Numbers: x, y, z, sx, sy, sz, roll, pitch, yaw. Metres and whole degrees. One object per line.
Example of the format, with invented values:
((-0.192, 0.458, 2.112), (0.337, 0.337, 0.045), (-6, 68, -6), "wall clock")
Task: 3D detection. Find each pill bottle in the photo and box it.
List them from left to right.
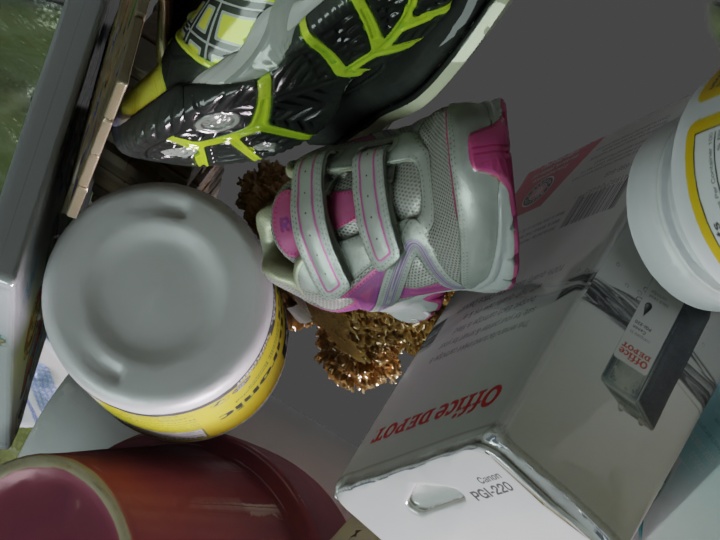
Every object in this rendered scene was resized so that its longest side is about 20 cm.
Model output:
((-0.093, 0.027, 1.376), (0.111, 0.112, 0.200), (32, 173, 6), "pill bottle")
((0.195, -0.043, 1.077), (0.112, 0.113, 0.200), (44, 151, -15), "pill bottle")

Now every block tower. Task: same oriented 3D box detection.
((-0.100, -0.068, 1.418), (0.058, 0.054, 0.200), (32, 151, 4), "block tower")

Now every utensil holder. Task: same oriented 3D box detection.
((-0.090, 0.147, 1.615), (0.199, 0.170, 0.170), (30, 151, 13), "utensil holder")

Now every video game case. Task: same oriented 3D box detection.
((-0.157, -0.036, 1.382), (0.024, 0.201, 0.182), (14, 150, 0), "video game case")

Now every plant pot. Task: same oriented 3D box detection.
((-0.121, 0.173, 1.419), (0.199, 0.201, 0.179), (16, 176, 31), "plant pot")

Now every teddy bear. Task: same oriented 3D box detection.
((0.000, 0.000, 1.417), (0.145, 0.067, 0.200), (39, 159, 18), "teddy bear")

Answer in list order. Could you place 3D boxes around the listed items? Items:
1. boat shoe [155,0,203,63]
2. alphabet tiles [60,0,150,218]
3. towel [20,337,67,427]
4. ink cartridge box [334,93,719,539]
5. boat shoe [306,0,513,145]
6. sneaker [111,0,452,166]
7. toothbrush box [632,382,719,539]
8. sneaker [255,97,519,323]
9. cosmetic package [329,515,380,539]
((-0.051, -0.147, 1.231), (0.072, 0.068, 0.200), (31, 151, 10), "boat shoe")
((-0.108, -0.110, 1.254), (0.008, 0.168, 0.200), (16, 153, -8), "alphabet tiles")
((-0.232, 0.056, 1.782), (0.199, 0.024, 0.147), (7, 140, 42), "towel")
((0.093, 0.036, 1.213), (0.085, 0.200, 0.146), (42, 151, -13), "ink cartridge box")
((0.016, -0.107, 1.213), (0.063, 0.074, 0.201), (40, 151, -9), "boat shoe")
((-0.037, -0.108, 1.187), (0.075, 0.077, 0.200), (9, 149, -44), "sneaker")
((0.201, 0.114, 1.209), (0.146, 0.200, 0.085), (44, -174, -15), "toothbrush box")
((0.010, -0.021, 1.209), (0.088, 0.082, 0.200), (0, 163, -20), "sneaker")
((0.094, 0.106, 1.364), (0.200, 0.151, 0.052), (-8, 120, 52), "cosmetic package")
